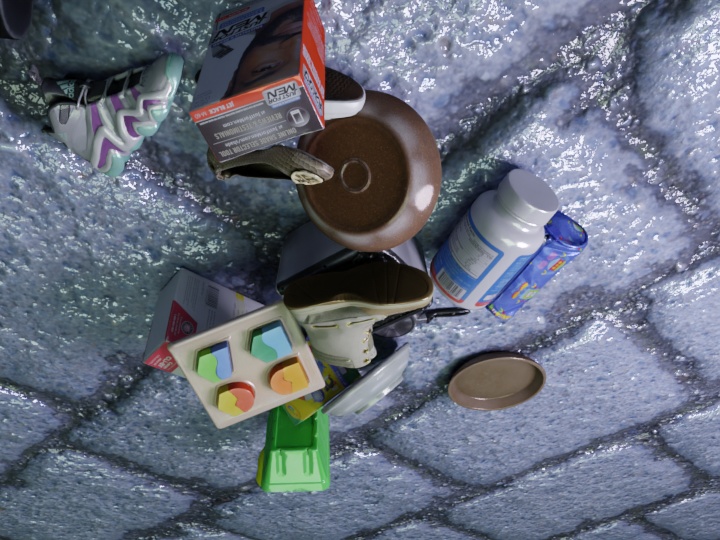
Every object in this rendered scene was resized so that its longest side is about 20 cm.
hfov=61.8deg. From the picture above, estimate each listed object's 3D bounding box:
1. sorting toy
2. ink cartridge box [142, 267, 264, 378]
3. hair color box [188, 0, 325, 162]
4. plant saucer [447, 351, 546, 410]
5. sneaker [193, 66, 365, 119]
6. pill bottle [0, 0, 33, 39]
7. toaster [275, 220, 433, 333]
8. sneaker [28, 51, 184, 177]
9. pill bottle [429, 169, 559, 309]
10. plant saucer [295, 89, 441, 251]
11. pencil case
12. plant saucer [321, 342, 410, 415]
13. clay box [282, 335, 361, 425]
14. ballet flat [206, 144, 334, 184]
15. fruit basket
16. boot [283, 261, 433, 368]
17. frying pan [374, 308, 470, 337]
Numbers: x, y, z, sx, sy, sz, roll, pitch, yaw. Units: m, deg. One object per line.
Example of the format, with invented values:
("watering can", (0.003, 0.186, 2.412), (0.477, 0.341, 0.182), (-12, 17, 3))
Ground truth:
("sorting toy", (-0.164, 0.150, 0.905), (0.184, 0.037, 0.201), (-22, 127, -3))
("ink cartridge box", (-0.231, 0.108, 0.978), (0.200, 0.146, 0.083), (29, 129, -30))
("hair color box", (-0.096, -0.206, 0.605), (0.110, 0.201, 0.064), (-15, 137, 12))
("plant saucer", (0.275, 0.224, 1.225), (0.199, 0.030, 0.201), (-2, 138, -2))
("sneaker", (-0.092, -0.196, 0.719), (0.199, 0.073, 0.085), (6, 141, 6))
("pill bottle", (-0.432, -0.278, 0.570), (0.199, 0.112, 0.112), (5, 137, -10))
("toaster", (0.000, 0.000, 0.895), (0.199, 0.119, 0.181), (-27, 133, 23))
("sneaker", (-0.302, -0.201, 0.688), (0.140, 0.078, 0.200), (29, 128, -32))
("pill bottle", (0.192, -0.044, 0.866), (0.112, 0.113, 0.200), (15, 134, -19))
("plant saucer", (-0.001, -0.118, 0.739), (0.199, 0.037, 0.201), (6, 105, 22))
("pencil case", (0.261, -0.006, 0.934), (0.087, 0.078, 0.200), (-10, 147, -39))
("plant saucer", (0.021, 0.207, 1.081), (0.050, 0.200, 0.200), (51, 126, 8))
("clay box", (-0.101, 0.203, 1.116), (0.200, 0.115, 0.048), (-43, 168, 34))
("ballet flat", (-0.117, -0.125, 0.733), (0.199, 0.047, 0.067), (14, 167, 32))
("fruit basket", (-0.140, 0.376, 1.233), (0.155, 0.216, 0.216), (-1, 138, -3))
("boot", (0.010, 0.068, 0.831), (0.199, 0.072, 0.155), (-7, 137, 11))
("frying pan", (0.088, 0.093, 1.073), (0.189, 0.031, 0.115), (15, 136, -15))
